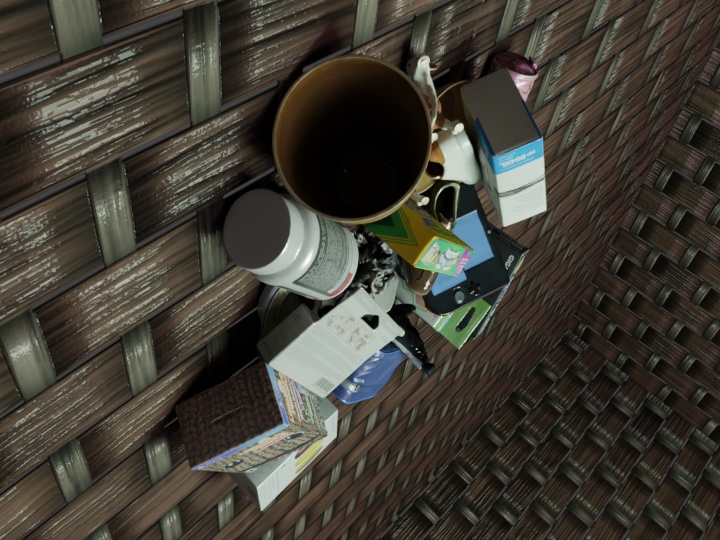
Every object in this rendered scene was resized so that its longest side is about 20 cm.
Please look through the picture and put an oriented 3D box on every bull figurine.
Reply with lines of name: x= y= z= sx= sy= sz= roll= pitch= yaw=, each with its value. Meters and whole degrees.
bull figurine: x=0.078 y=-0.195 z=1.002 sx=0.063 sy=0.122 sz=0.204 roll=-1 pitch=129 yaw=-28

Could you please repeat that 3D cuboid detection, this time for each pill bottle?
pill bottle: x=-0.086 y=-0.032 z=0.925 sx=0.115 sy=0.113 sz=0.199 roll=-53 pitch=157 yaw=4

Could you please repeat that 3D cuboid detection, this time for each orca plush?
orca plush: x=0.075 y=0.095 z=1.285 sx=0.071 sy=0.201 sz=0.104 roll=-48 pitch=151 yaw=14

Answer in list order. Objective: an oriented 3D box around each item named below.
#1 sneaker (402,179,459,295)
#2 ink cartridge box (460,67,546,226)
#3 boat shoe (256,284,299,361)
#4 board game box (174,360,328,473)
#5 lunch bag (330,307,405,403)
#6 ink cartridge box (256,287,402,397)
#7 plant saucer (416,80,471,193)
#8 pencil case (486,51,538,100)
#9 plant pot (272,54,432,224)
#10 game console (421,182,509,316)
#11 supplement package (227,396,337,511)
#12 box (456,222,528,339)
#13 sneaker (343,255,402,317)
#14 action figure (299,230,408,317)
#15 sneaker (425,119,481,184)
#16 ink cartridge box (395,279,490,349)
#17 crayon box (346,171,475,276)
sneaker: x=0.122 y=-0.061 z=1.211 sx=0.075 sy=0.069 sz=0.206 roll=163 pitch=-59 yaw=-73
ink cartridge box: x=0.229 y=-0.188 z=1.131 sx=0.082 sy=0.149 sz=0.201 roll=-21 pitch=149 yaw=4
boat shoe: x=-0.117 y=0.084 z=1.094 sx=0.071 sy=0.062 sz=0.203 roll=-34 pitch=150 yaw=-36
board game box: x=-0.161 y=0.232 z=1.101 sx=0.156 sy=0.099 sz=0.200 roll=-26 pitch=158 yaw=8
lunch bag: x=-0.017 y=0.160 z=1.294 sx=0.134 sy=0.135 sz=0.199 roll=-57 pitch=157 yaw=12
ink cartridge box: x=-0.040 y=0.102 z=1.090 sx=0.175 sy=0.045 sz=0.200 roll=-40 pitch=149 yaw=2
plant saucer: x=0.114 y=-0.217 z=1.143 sx=0.200 sy=0.035 sz=0.202 roll=-43 pitch=155 yaw=-25
pencil case: x=0.240 y=-0.275 z=1.242 sx=0.086 sy=0.082 sz=0.203 roll=-40 pitch=154 yaw=-45
plant pot: x=-0.001 y=-0.139 z=0.894 sx=0.188 sy=0.185 sz=0.200 roll=-51 pitch=172 yaw=-1
game console: x=0.164 y=-0.038 z=1.274 sx=0.173 sy=0.205 sz=0.031 roll=-23 pitch=-177 yaw=-14
supplement package: x=-0.145 y=0.307 z=1.292 sx=0.199 sy=0.109 sz=0.115 roll=-40 pitch=155 yaw=-27
box: x=0.192 y=-0.008 z=1.374 sx=0.049 sy=0.197 sz=0.203 roll=-21 pitch=142 yaw=-57
sneaker: x=0.027 y=0.004 z=1.264 sx=0.098 sy=0.071 sz=0.202 roll=-20 pitch=-148 yaw=39
action figure: x=0.000 y=0.000 z=1.135 sx=0.199 sy=0.119 sz=0.103 roll=-40 pitch=163 yaw=-13
sneaker: x=0.141 y=-0.177 z=1.144 sx=0.083 sy=0.074 sz=0.200 roll=-28 pitch=162 yaw=10
ink cartridge box: x=0.135 y=0.041 z=1.332 sx=0.105 sy=0.199 sz=0.059 roll=-50 pitch=162 yaw=-1
crayon box: x=0.072 y=-0.070 z=1.096 sx=0.059 sy=0.172 sz=0.199 roll=-55 pitch=157 yaw=12
